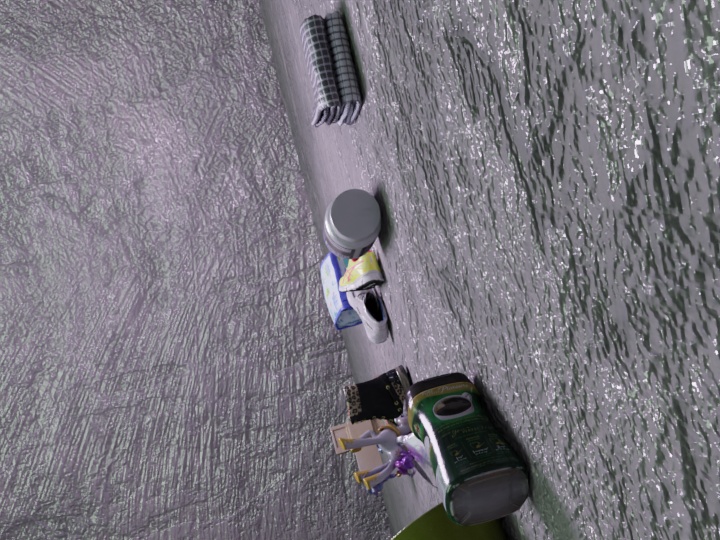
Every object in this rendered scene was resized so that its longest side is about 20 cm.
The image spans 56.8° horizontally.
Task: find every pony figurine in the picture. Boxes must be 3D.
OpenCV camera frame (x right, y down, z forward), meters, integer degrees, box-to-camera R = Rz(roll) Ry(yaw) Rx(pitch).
[{"bbox_3d":[0.080,0.382,1.394,0.193,0.199,0.167,52,155,32],"label":"pony figurine"}]

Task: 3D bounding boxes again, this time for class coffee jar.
[{"bbox_3d":[0.126,0.214,0.838,0.200,0.103,0.086,-115,14,-60],"label":"coffee jar"}]

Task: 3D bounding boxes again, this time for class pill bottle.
[{"bbox_3d":[-0.016,-0.092,1.324,0.200,0.113,0.115,121,133,-81],"label":"pill bottle"}]

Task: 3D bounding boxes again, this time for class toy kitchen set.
[{"bbox_3d":[0.025,0.546,2.036,0.181,0.198,0.164,91,164,-67],"label":"toy kitchen set"}]

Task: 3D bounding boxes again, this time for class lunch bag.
[{"bbox_3d":[-0.045,0.055,1.859,0.200,0.126,0.171,65,-172,-70],"label":"lunch bag"}]

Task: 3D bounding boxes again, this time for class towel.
[{"bbox_3d":[-0.062,-0.362,1.232,0.200,0.085,0.167,177,79,-84],"label":"towel"}]

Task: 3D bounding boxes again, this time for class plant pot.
[{"bbox_3d":[0.153,0.441,0.926,0.200,0.186,0.188,54,163,30],"label":"plant pot"}]

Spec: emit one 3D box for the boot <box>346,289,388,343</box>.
[{"bbox_3d":[0.021,0.077,1.642,0.096,0.073,0.201,93,154,-50],"label":"boot"}]

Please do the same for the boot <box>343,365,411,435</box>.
[{"bbox_3d":[0.052,0.329,1.506,0.073,0.152,0.205,-140,35,-79],"label":"boot"}]

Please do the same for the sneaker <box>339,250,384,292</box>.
[{"bbox_3d":[0.000,0.000,1.556,0.200,0.078,0.091,157,104,-66],"label":"sneaker"}]

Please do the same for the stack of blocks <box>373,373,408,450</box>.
[{"bbox_3d":[0.087,0.367,1.720,0.115,0.058,0.202,-176,72,-84],"label":"stack of blocks"}]

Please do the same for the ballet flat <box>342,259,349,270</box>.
[{"bbox_3d":[-0.018,-0.066,1.696,0.065,0.070,0.201,36,-148,-54],"label":"ballet flat"}]
